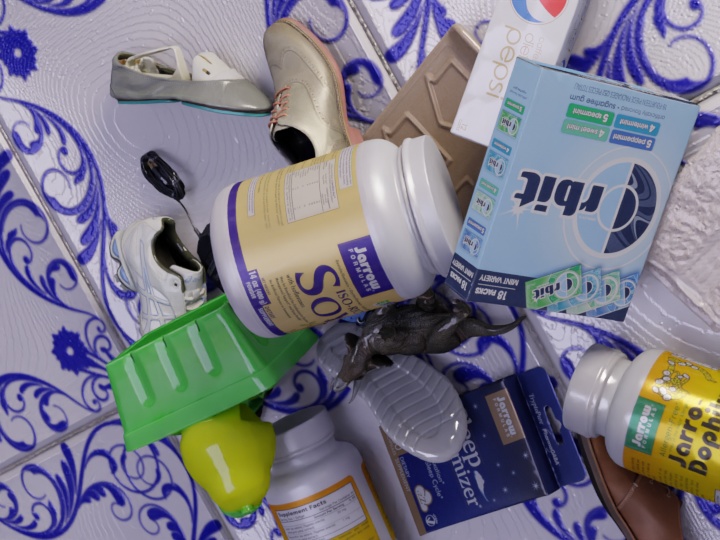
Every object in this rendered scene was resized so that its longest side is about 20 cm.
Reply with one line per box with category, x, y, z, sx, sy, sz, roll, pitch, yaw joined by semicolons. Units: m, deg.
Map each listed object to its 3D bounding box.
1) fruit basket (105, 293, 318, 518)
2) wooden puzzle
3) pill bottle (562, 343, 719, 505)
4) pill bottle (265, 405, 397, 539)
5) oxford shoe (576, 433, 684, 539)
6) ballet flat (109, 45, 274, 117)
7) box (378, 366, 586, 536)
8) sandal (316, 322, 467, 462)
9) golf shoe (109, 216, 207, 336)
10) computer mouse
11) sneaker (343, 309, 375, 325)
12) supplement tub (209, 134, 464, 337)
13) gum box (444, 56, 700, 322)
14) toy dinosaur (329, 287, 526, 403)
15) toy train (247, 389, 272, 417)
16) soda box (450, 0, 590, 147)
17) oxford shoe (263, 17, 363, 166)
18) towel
fruit basket;-0.138;0.140;1.403;0.215;0.156;0.217;7;111;18
wooden puzzle;0.104;-0.104;1.288;0.185;0.046;0.200;48;130;8
pill bottle;0.287;0.135;1.220;0.199;0.113;0.113;20;117;25
pill bottle;-0.036;0.251;1.463;0.111;0.111;0.201;-19;97;35
oxford shoe;0.261;0.213;1.307;0.071;0.071;0.201;-27;90;6
ballet flat;-0.176;-0.196;1.412;0.199;0.067;0.064;9;105;29
box;0.119;0.181;1.379;0.200;0.032;0.122;-26;82;35
sandal;0.037;0.121;1.395;0.203;0.082;0.050;43;169;34
golf shoe;-0.198;0.034;1.497;0.097;0.078;0.201;-26;94;45
computer mouse;-0.171;-0.052;1.488;0.200;0.034;0.059;54;146;9
sneaker;0.000;0.000;1.373;0.089;0.079;0.200;42;143;-16
supplement tub;-0.017;-0.032;1.221;0.199;0.145;0.146;-17;99;15
gum box;0.178;-0.064;1.161;0.045;0.169;0.201;39;118;56
toy dinosaur;0.057;0.055;1.348;0.102;0.199;0.077;87;165;-66
toy train;-0.115;0.104;1.503;0.056;0.042;0.201;28;121;9
soda box;0.145;-0.199;1.172;0.068;0.064;0.201;22;99;13
oxford shoe;-0.057;-0.157;1.325;0.071;0.074;0.201;-46;62;47
towel;0.325;-0.048;1.176;0.132;0.034;0.200;42;124;11
